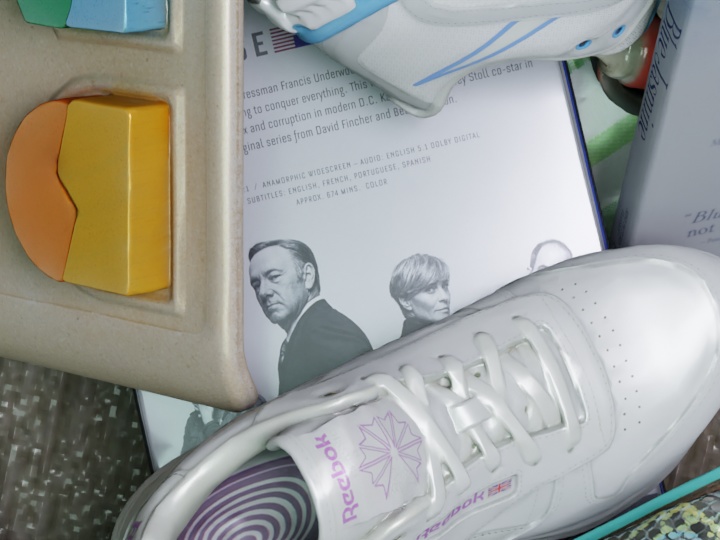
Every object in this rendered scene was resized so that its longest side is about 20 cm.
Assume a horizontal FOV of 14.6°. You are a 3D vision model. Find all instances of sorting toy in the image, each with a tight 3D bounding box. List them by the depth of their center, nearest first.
[{"bbox_3d":[-0.106,-0.064,0.818,0.185,0.036,0.200,10,109,42],"label":"sorting toy"}]

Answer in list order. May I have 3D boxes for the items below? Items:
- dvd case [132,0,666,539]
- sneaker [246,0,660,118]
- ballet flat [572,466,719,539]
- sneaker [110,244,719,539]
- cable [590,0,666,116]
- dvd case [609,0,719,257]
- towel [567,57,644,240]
[{"bbox_3d":[0.000,0.000,0.848,0.150,0.025,0.200,-13,86,0],"label":"dvd case"},{"bbox_3d":[0.069,-0.106,0.765,0.200,0.075,0.087,-27,127,27],"label":"sneaker"},{"bbox_3d":[0.046,0.116,0.799,0.200,0.074,0.074,-27,102,24],"label":"ballet flat"},{"bbox_3d":[0.023,0.054,0.785,0.200,0.100,0.075,-27,86,-2],"label":"sneaker"},{"bbox_3d":[0.152,-0.059,0.857,0.200,0.050,0.097,21,129,-20],"label":"cable"},{"bbox_3d":[0.151,-0.068,0.790,0.143,0.200,0.018,-11,59,-10],"label":"dvd case"},{"bbox_3d":[0.009,-0.055,0.885,0.152,0.023,0.200,-34,101,6],"label":"towel"}]
